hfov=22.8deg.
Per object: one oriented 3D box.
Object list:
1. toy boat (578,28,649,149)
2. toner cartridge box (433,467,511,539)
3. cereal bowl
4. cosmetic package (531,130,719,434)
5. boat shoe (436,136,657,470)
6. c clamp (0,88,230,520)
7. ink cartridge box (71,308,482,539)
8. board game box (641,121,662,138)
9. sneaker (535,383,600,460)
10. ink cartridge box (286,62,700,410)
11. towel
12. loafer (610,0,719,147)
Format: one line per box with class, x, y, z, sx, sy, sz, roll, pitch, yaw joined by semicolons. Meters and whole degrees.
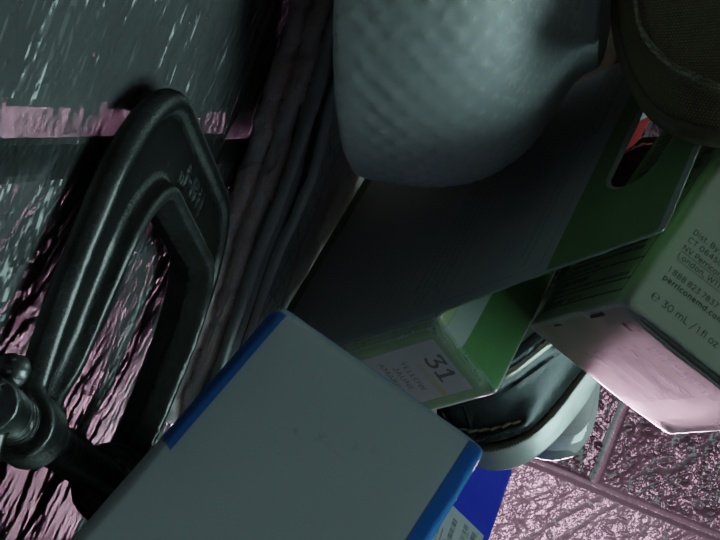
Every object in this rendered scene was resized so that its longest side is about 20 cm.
toy boat;0.162;-0.128;0.804;0.200;0.130;0.131;103;5;-67
toner cartridge box;-0.023;0.150;0.845;0.200;0.043;0.095;-35;-166;32
cereal bowl;0.052;-0.125;0.644;0.200;0.083;0.201;8;90;-80
cosmetic package;0.157;-0.042;0.655;0.200;0.073;0.104;-53;-173;-12
boat shoe;0.099;0.000;0.819;0.200;0.075;0.060;-56;136;-32
c clamp;-0.080;0.033;0.536;0.200;0.027;0.171;59;47;-80
ink cartridge box;-0.059;0.133;0.561;0.146;0.084;0.200;-52;172;-49
board game box;0.134;-0.117;0.976;0.200;0.029;0.135;15;-82;63
sneaker;0.092;-0.004;0.917;0.080;0.070;0.201;130;-42;-71
ink cartridge box;0.063;-0.016;0.683;0.200;0.048;0.146;-18;-151;40
towel;-0.016;-0.047;0.752;0.191;0.032;0.201;-51;163;-69
loafer;0.122;-0.136;0.600;0.067;0.076;0.201;71;20;-63
